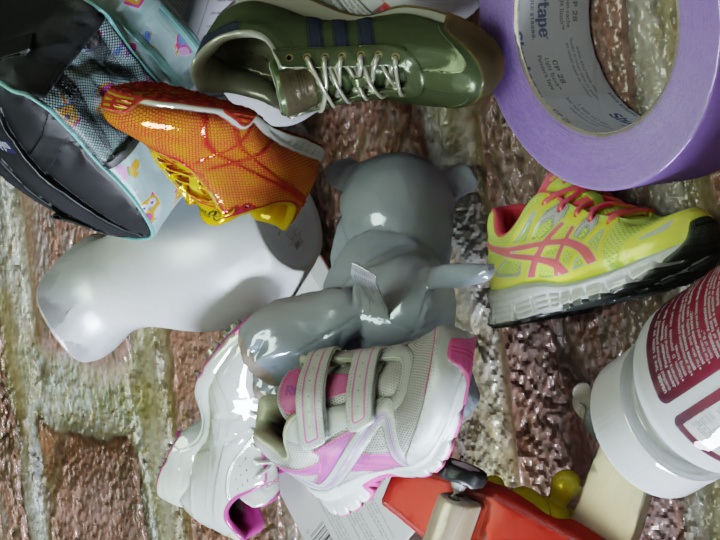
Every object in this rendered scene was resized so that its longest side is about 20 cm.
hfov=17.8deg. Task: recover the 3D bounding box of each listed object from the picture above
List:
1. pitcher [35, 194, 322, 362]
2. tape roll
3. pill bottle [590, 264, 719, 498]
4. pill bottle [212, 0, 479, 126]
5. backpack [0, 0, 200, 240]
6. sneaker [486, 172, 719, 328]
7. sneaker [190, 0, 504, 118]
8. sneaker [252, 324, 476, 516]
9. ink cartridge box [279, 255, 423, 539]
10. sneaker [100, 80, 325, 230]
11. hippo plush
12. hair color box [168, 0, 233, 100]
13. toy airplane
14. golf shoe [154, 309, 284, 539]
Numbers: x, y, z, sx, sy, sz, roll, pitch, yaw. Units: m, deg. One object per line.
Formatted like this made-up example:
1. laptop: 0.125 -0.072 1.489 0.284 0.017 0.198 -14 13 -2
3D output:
1. pitcher: -0.121 -0.024 1.703 0.200 0.172 0.121 -20 118 34
2. tape roll: 0.160 -0.150 1.364 0.200 0.065 0.201 12 105 49
3. pill bottle: 0.222 0.048 1.288 0.200 0.109 0.110 -41 66 47
4. pill bottle: -0.013 -0.178 1.533 0.200 0.114 0.114 -31 73 49
5. backpack: -0.191 -0.119 1.569 0.175 0.153 0.200 16 149 43
6. sneaker: 0.137 -0.021 1.408 0.200 0.078 0.091 -16 83 52
7. sneaker: -0.017 -0.122 1.426 0.200 0.090 0.067 15 133 30
8. sneaker: -0.002 0.086 1.405 0.200 0.088 0.082 -40 32 47
9. ink cartridge box: -0.005 0.115 1.637 0.200 0.045 0.176 60 138 23
10. sneaker: -0.091 -0.069 1.447 0.073 0.200 0.077 21 89 38
11. hippo plush: 0.000 0.000 1.502 0.200 0.159 0.161 90 178 -53
12. hair color box: -0.108 -0.173 1.665 0.061 0.099 0.200 46 130 34
13. toy airplane: 0.136 0.176 1.424 0.200 0.141 0.200 -25 87 14
14. golf shoe: -0.079 0.112 1.652 0.091 0.075 0.200 41 132 20
